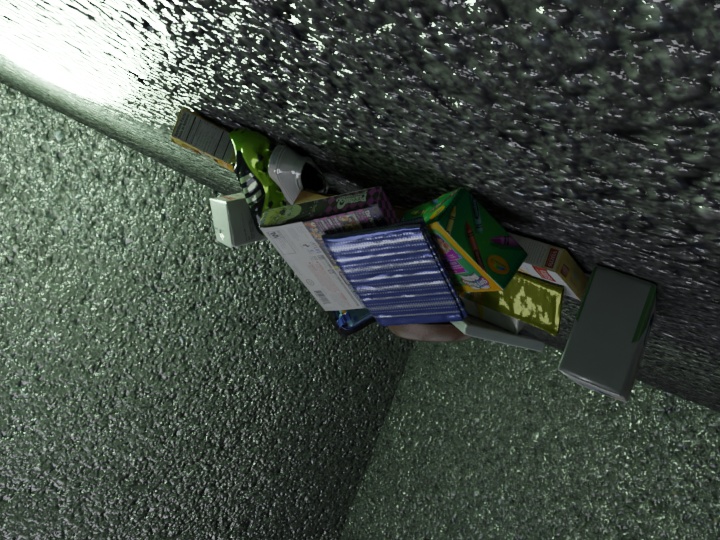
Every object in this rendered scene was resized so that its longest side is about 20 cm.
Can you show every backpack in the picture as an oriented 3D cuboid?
[{"bbox_3d":[-0.008,0.002,1.173,0.135,0.178,0.205,93,151,-75],"label":"backpack"}]

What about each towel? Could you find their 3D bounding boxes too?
[{"bbox_3d":[0.051,0.009,0.778,0.140,0.024,0.202,-7,139,26],"label":"towel"},{"bbox_3d":[0.204,0.029,0.875,0.196,0.018,0.088,23,139,34],"label":"towel"}]

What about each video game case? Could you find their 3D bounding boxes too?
[{"bbox_3d":[-0.014,-0.019,0.802,0.176,0.037,0.201,-7,140,26],"label":"video game case"},{"bbox_3d":[0.201,0.083,0.993,0.139,0.019,0.200,13,-170,-15],"label":"video game case"}]

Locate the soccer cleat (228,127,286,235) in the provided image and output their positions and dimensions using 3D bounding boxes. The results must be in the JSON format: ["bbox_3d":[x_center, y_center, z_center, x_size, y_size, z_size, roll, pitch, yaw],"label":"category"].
[{"bbox_3d":[-0.172,-0.147,0.982,0.080,0.068,0.204,28,143,24],"label":"soccer cleat"}]

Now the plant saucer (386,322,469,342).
[{"bbox_3d":[0.133,0.102,1.089,0.193,0.038,0.200,2,-176,0],"label":"plant saucer"}]

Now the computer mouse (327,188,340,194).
[{"bbox_3d":[0.000,-0.106,1.160,0.195,0.047,0.140,25,179,-16],"label":"computer mouse"}]

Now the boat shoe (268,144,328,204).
[{"bbox_3d":[-0.088,-0.148,0.978,0.067,0.074,0.200,22,168,16],"label":"boat shoe"}]

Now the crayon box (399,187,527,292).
[{"bbox_3d":[0.118,-0.032,0.782,0.118,0.059,0.199,43,167,-10],"label":"crayon box"}]

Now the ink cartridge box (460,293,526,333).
[{"bbox_3d":[0.233,0.032,0.962,0.196,0.069,0.116,22,-144,36],"label":"ink cartridge box"}]

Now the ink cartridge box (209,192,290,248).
[{"bbox_3d":[-0.174,-0.112,1.122,0.194,0.087,0.145,-15,-166,-25],"label":"ink cartridge box"}]

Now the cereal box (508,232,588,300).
[{"bbox_3d":[0.222,-0.021,0.862,0.197,0.041,0.143,24,177,39],"label":"cereal box"}]

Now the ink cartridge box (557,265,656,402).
[{"bbox_3d":[0.353,0.097,0.826,0.085,0.150,0.199,19,175,28],"label":"ink cartridge box"}]

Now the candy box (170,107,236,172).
[{"bbox_3d":[-0.237,-0.213,1.048,0.195,0.057,0.115,24,180,-20],"label":"candy box"}]

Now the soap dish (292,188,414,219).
[{"bbox_3d":[-0.001,-0.073,0.933,0.195,0.084,0.156,3,-169,-38],"label":"soap dish"}]
